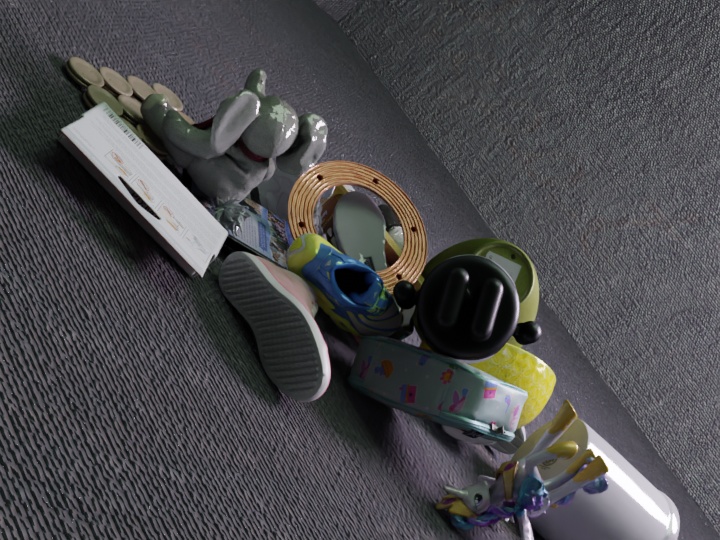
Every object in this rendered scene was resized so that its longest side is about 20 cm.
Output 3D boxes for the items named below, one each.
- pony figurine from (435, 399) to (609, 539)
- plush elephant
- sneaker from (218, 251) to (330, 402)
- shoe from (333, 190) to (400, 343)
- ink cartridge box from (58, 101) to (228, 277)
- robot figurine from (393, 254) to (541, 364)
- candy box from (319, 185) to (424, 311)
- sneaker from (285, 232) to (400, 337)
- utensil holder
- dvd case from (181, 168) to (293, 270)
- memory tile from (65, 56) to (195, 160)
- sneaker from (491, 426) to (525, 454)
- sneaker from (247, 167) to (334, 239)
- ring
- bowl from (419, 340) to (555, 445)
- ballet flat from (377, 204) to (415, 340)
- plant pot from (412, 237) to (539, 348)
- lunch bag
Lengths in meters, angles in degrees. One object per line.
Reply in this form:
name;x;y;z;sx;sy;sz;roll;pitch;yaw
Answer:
pony figurine;0.202;0.274;1.336;0.194;0.199;0.167;58;-1;-39
plush elephant;-0.137;-0.161;1.293;0.164;0.155;0.201;23;31;-48
sneaker;-0.070;0.063;1.200;0.104;0.075;0.201;22;25;-53
shoe;0.000;0.000;1.467;0.091;0.071;0.202;114;-35;-58
ink cartridge box;-0.229;-0.076;1.139;0.200;0.043;0.174;47;14;-11
robot figurine;0.127;0.051;1.327;0.151;0.124;0.200;56;-2;8
candy box;-0.010;-0.018;1.540;0.200;0.117;0.056;51;11;12
sneaker;-0.002;0.035;1.291;0.200;0.076;0.105;37;-5;-39
utensil holder;0.325;0.329;1.567;0.200;0.170;0.170;44;14;-18
dvd case;-0.133;-0.049;1.352;0.199;0.018;0.143;32;21;-22
memory tile;-0.263;-0.187;1.346;0.154;0.017;0.199;54;21;22
sneaker;0.181;0.191;1.685;0.200;0.073;0.071;50;16;4
sneaker;-0.067;-0.064;1.482;0.200;0.115;0.075;50;13;4
ring;-0.004;-0.052;1.419;0.199;0.019;0.202;14;55;-21
bowl;0.164;0.178;1.534;0.200;0.199;0.109;39;59;-38
ballet flat;0.055;0.003;1.585;0.068;0.068;0.202;-1;86;-41
plant pot;0.173;0.031;1.537;0.188;0.187;0.200;51;-12;7
lunch bag;0.097;0.147;1.332;0.199;0.078;0.160;17;-8;35
